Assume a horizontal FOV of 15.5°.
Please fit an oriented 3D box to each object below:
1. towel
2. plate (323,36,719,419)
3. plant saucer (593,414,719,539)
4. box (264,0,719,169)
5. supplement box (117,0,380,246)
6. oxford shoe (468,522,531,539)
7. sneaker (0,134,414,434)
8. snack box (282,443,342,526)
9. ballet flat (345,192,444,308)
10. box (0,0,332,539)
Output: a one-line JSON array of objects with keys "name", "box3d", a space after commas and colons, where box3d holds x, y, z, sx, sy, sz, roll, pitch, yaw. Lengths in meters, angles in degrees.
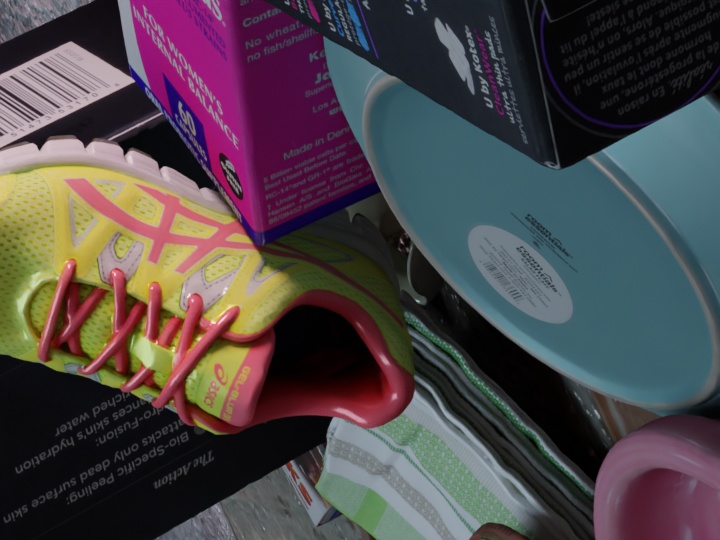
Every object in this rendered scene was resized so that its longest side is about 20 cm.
[{"name": "towel", "box3d": [0.042, 0.100, 1.052, 0.149, 0.031, 0.200, 45, 159, 12]}, {"name": "plate", "box3d": [0.059, -0.015, 0.786, 0.200, 0.026, 0.201, 35, 157, 18]}, {"name": "plant saucer", "box3d": [0.146, 0.127, 0.790, 0.201, 0.051, 0.201, 53, 160, 28]}, {"name": "box", "box3d": [0.034, -0.122, 0.650, 0.200, 0.122, 0.107, 36, 148, 57]}, {"name": "supplement box", "box3d": [-0.022, -0.122, 0.854, 0.101, 0.103, 0.201, 52, 158, 37]}, {"name": "oxford shoe", "box3d": [0.044, 0.150, 1.001, 0.071, 0.074, 0.200, 43, 161, 7]}, {"name": "sneaker", "box3d": [-0.065, 0.013, 0.894, 0.091, 0.199, 0.079, 62, 140, 47]}, {"name": "snack box", "box3d": [-0.055, 0.026, 1.295, 0.201, 0.024, 0.072, 60, 162, 12]}, {"name": "ballet flat", "box3d": [0.000, 0.000, 1.042, 0.070, 0.069, 0.200, 58, 161, 18]}, {"name": "box", "box3d": [-0.121, 0.010, 1.139, 0.117, 0.196, 0.201, 32, 142, 47]}]
